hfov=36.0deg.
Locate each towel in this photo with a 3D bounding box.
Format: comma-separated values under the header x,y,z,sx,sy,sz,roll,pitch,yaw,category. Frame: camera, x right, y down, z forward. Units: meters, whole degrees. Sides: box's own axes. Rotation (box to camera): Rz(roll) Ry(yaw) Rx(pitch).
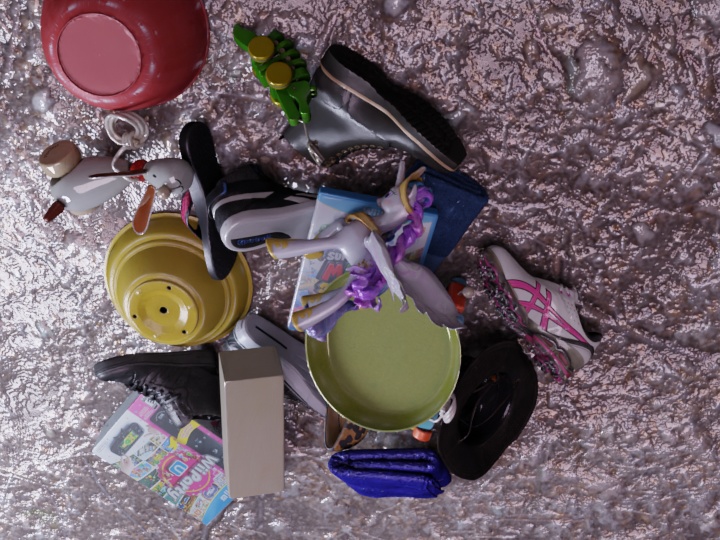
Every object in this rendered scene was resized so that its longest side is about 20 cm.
x,y,z,sx,sy,sz,roll,pitch,yaw,category
0.062,-0.040,1.357,0.112,0.049,0.200,23,119,-25,towel
0.042,0.276,1.478,0.147,0.050,0.200,-4,161,8,towel

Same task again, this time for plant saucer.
x,y,z,sx,sy,sz,roll,pitch,yaw,category
0.029,0.092,1.321,0.200,0.031,0.200,3,97,23,plant saucer

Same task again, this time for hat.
x,y,z,sx,sy,sz,roll,pitch,yaw,category
0.143,0.171,1.446,0.081,0.201,0.201,25,128,39,hat

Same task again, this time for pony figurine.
x,y,z,sx,sy,sz,roll,pitch,yaw,category
0.012,-0.006,1.226,0.200,0.193,0.167,-29,153,16,pony figurine

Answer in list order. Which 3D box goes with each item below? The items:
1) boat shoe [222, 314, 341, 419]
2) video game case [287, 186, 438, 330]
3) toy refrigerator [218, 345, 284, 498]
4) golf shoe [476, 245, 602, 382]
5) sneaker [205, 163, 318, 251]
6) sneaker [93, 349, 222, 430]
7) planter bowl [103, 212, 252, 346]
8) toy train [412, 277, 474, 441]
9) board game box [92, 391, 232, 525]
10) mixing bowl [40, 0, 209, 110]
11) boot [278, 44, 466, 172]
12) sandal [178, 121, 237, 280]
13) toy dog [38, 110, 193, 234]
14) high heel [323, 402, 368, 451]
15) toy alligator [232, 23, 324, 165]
x,y,z,sx,sy,sz,roll,pitch,yaw,category
-0.095,0.137,1.480,0.200,0.072,0.071,42,130,-10,boat shoe
0.000,0.000,1.337,0.143,0.018,0.200,11,122,-7,video game case
-0.141,0.196,1.437,0.076,0.070,0.200,-6,124,-11,toy refrigerator
0.223,0.040,1.392,0.092,0.073,0.200,-40,104,-11,golf shoe
-0.089,-0.087,1.348,0.200,0.112,0.073,-5,136,-30,sneaker
-0.246,0.161,1.457,0.200,0.104,0.060,-2,166,-31,sneaker
-0.244,0.033,1.423,0.200,0.083,0.201,2,119,4,planter bowl
0.085,0.108,1.381,0.056,0.200,0.150,17,144,-10,toy train
-0.249,0.246,1.553,0.200,0.064,0.148,36,117,-14,board game box
-0.280,-0.259,1.252,0.200,0.108,0.200,3,120,5,mixing bowl
0.012,-0.151,1.296,0.200,0.077,0.138,41,122,7,boot
-0.195,-0.085,1.363,0.045,0.075,0.200,-3,111,24,sandal
-0.305,-0.096,1.315,0.200,0.096,0.132,-15,133,41,toy dog
-0.024,0.126,1.412,0.071,0.143,0.200,1,125,37,high heel
-0.076,-0.210,1.257,0.054,0.059,0.200,-31,74,-8,toy alligator
